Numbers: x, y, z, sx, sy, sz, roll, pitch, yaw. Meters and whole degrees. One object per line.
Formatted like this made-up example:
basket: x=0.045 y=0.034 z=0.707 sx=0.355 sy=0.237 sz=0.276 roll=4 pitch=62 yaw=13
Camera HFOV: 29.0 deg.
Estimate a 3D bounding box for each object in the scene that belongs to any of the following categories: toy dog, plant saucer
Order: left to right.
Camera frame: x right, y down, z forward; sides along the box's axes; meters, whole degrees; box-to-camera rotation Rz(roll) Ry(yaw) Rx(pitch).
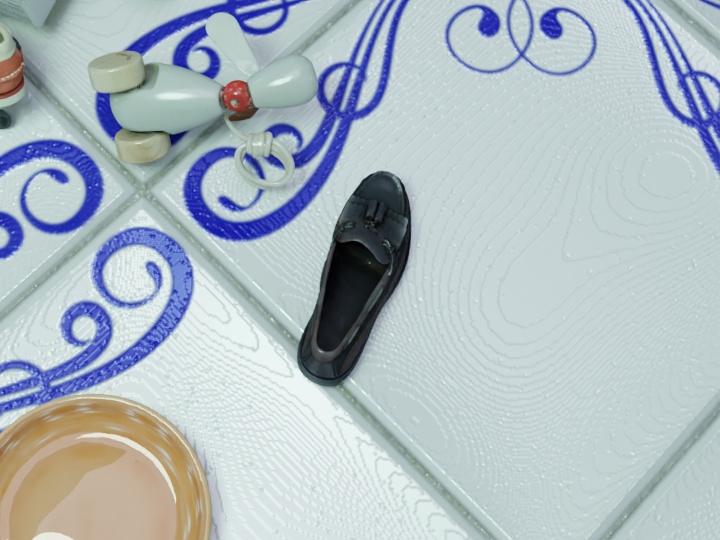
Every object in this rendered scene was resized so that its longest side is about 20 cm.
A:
plant saucer: x=-0.218 y=0.202 z=1.120 sx=0.197 sy=0.038 sz=0.203 roll=2 pitch=71 yaw=-4
toy dog: x=-0.139 y=-0.159 z=1.227 sx=0.197 sy=0.133 sz=0.097 roll=10 pitch=31 yaw=-5

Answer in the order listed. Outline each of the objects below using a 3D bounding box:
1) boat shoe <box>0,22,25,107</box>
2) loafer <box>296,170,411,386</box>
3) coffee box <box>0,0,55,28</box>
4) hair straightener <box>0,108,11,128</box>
boat shoe: x=-0.366 y=-0.216 z=1.221 sx=0.199 sy=0.063 sz=0.071 roll=37 pitch=58 yaw=27
loafer: x=0.000 y=0.000 z=1.194 sx=0.071 sy=0.063 sz=0.202 roll=19 pitch=70 yaw=2
coffee box: x=-0.340 y=-0.368 z=1.200 sx=0.198 sy=0.198 sz=0.202 roll=22 pitch=75 yaw=12
hair straightener: x=-0.406 y=-0.138 z=1.222 sx=0.197 sy=0.041 sz=0.078 roll=2 pitch=71 yaw=-10
